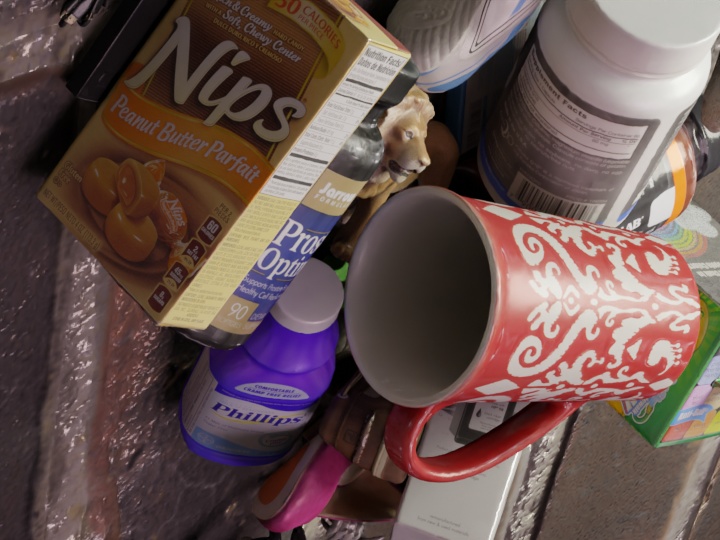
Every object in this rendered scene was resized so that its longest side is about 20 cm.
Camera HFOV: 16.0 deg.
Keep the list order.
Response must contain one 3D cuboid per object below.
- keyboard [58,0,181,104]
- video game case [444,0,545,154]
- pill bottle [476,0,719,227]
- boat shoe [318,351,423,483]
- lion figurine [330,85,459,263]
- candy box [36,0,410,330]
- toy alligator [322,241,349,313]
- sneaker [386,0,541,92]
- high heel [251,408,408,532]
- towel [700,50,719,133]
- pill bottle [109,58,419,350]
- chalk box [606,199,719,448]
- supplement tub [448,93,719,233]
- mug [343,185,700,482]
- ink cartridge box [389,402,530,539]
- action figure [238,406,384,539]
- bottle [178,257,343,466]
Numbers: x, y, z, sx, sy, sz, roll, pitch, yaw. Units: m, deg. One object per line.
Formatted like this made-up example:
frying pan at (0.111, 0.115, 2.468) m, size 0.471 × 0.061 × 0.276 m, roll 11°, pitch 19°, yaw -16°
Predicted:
keyboard at (-0.100, -0.175, 1.399) m, size 0.200 × 0.021 × 0.127 m, roll -54°, pitch 154°, yaw 14°
video game case at (0.141, -0.170, 1.699) m, size 0.200 × 0.018 × 0.143 m, roll -29°, pitch 146°, yaw -24°
pill bottle at (0.153, -0.118, 1.612) m, size 0.113 × 0.114 × 0.200 m, roll -25°, pitch 157°, yaw -30°
boat shoe at (0.014, 0.070, 1.701) m, size 0.202 × 0.075 × 0.075 m, roll -66°, pitch 174°, yaw -72°
lion figurine at (0.021, -0.070, 1.631) m, size 0.123 × 0.072 × 0.200 m, roll -58°, pitch 169°, yaw 14°
candy box at (-0.078, -0.080, 1.417) m, size 0.200 × 0.115 × 0.055 m, roll -53°, pitch 156°, yaw 15°
toy alligator at (0.000, 0.000, 1.713) m, size 0.199 × 0.059 × 0.055 m, roll 1°, pitch 84°, yaw -42°
sneaker at (0.094, -0.192, 1.568) m, size 0.200 × 0.072 × 0.072 m, roll -46°, pitch 161°, yaw 4°
high heel at (-0.012, 0.155, 1.701) m, size 0.067 × 0.096 × 0.200 m, roll -41°, pitch -177°, yaw 12°
towel at (0.282, -0.199, 1.711) m, size 0.133 × 0.034 × 0.201 m, roll 109°, pitch 4°, yaw -74°
pill bottle at (-0.057, -0.062, 1.499) m, size 0.200 × 0.112 × 0.112 m, roll -52°, pitch 149°, yaw 15°
chalk box at (0.245, 0.048, 1.913) m, size 0.124 × 0.200 × 0.124 m, roll -3°, pitch 131°, yaw -48°
supplement tub at (0.158, -0.062, 1.765) m, size 0.200 × 0.107 × 0.107 m, roll -27°, pitch 146°, yaw -27°
mug at (0.095, 0.035, 1.601) m, size 0.199 × 0.134 × 0.178 m, roll 5°, pitch 139°, yaw -42°
ink cartridge box at (0.079, 0.106, 1.724) m, size 0.116 × 0.066 × 0.201 m, roll 96°, pitch 12°, yaw -68°
action figure at (-0.023, 0.175, 1.847) m, size 0.200 × 0.102 × 0.119 m, roll -42°, pitch 149°, yaw 3°
bottle at (-0.059, 0.059, 1.634) m, size 0.083 × 0.066 × 0.200 m, roll 8°, pitch 149°, yaw -14°
